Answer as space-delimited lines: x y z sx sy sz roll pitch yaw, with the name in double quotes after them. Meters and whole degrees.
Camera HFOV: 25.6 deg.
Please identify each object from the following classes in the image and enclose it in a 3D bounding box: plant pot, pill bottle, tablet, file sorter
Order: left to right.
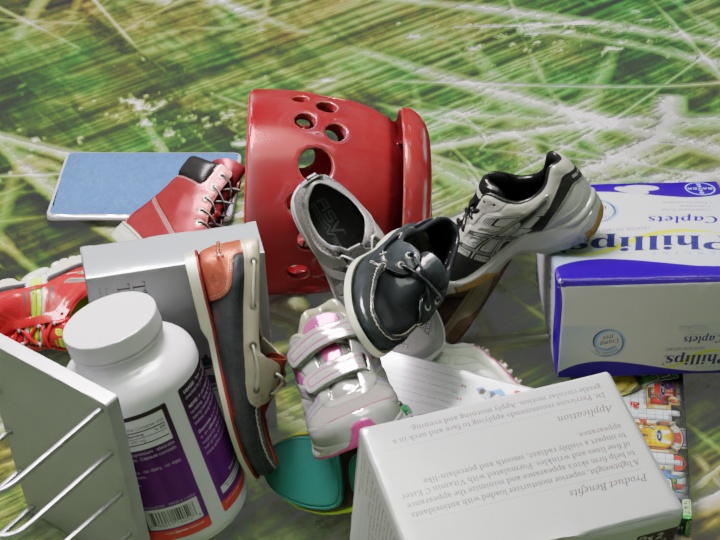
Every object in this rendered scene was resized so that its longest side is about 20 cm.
-0.262 0.177 1.222 0.138 0.201 0.124 24 48 30 "file sorter"
-0.233 -0.091 1.724 0.199 0.014 0.130 1 37 2 "tablet"
-0.169 0.120 1.276 0.112 0.201 0.113 -13 30 7 "pill bottle"
-0.025 -0.076 1.544 0.181 0.201 0.201 0 37 -2 "plant pot"

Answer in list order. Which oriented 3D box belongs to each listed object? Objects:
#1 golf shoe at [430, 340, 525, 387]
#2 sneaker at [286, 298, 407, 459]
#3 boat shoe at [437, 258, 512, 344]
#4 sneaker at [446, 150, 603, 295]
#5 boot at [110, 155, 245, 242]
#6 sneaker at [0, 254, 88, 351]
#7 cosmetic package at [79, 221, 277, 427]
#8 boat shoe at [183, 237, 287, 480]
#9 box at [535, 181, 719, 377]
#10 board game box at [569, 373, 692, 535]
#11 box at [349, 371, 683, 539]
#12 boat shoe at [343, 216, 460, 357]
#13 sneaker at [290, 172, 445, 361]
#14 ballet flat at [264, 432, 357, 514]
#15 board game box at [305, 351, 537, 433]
0.068 0.101 1.425 0.091 0.075 0.200 -43 50 -19 "golf shoe"
-0.021 0.083 1.264 0.081 0.089 0.200 -23 19 -5 "sneaker"
0.107 -0.014 1.548 0.072 0.072 0.200 33 50 2 "boat shoe"
0.117 -0.047 1.440 0.199 0.088 0.076 -25 27 19 "sneaker"
-0.147 -0.036 1.554 0.144 0.072 0.200 -45 46 -4 "boot"
-0.306 0.048 1.495 0.200 0.077 0.085 -30 51 -32 "sneaker"
-0.153 0.060 1.365 0.150 0.201 0.052 -10 39 -10 "cosmetic package"
-0.091 0.073 1.286 0.062 0.201 0.071 -14 11 -5 "boat shoe"
0.263 0.004 1.484 0.183 0.105 0.200 -2 29 1 "box"
0.233 0.148 1.384 0.104 0.024 0.200 1 37 7 "board game box"
0.104 0.200 1.156 0.198 0.200 0.131 -11 50 -14 "box"
0.043 0.006 1.299 0.066 0.075 0.199 -27 8 23 "boat shoe"
0.000 0.000 1.393 0.075 0.082 0.200 -38 81 -5 "sneaker"
0.004 0.163 1.279 0.067 0.067 0.200 4 -9 -41 "ballet flat"
0.056 0.142 1.344 0.199 0.035 0.127 14 68 19 "board game box"
